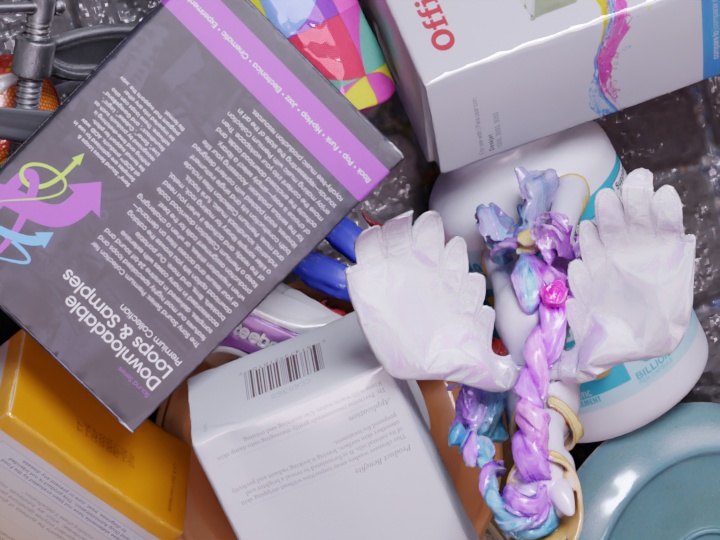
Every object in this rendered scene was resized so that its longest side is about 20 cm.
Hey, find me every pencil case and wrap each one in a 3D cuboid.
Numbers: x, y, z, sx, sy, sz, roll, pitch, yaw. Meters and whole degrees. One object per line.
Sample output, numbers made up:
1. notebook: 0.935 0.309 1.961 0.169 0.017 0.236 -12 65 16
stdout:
1. pencil case: -0.052 -0.161 1.279 0.088 0.088 0.201 -23 100 -3

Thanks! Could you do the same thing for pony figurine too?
1. pony figurine: 0.089 0.030 1.209 0.166 0.200 0.194 -6 116 9

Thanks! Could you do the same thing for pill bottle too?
1. pill bottle: 0.109 -0.011 1.361 0.110 0.111 0.201 -30 111 0

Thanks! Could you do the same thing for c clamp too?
1. c clamp: -0.163 -0.058 1.293 0.170 0.027 0.201 -13 120 -38

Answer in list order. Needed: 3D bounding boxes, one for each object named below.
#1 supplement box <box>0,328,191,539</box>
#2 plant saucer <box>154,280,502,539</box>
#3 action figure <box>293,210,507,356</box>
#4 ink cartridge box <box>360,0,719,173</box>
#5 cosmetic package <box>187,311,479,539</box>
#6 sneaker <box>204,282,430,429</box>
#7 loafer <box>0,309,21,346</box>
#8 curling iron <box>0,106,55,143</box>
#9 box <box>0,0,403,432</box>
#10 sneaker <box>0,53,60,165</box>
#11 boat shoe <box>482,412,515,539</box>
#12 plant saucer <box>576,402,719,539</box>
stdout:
1. supplement box: -0.205 0.138 1.328 0.200 0.074 0.126 -37 120 27
2. plant saucer: -0.020 0.100 1.356 0.199 0.037 0.201 -1 75 3
3. action figure: 0.000 0.000 1.339 0.199 0.052 0.066 32 78 9
4. ink cartridge box: 0.104 -0.158 1.286 0.199 0.145 0.085 -21 147 -3
5. cosmetic package: -0.001 0.135 1.264 0.112 0.081 0.201 -21 113 3
6. sneaker: -0.045 0.032 1.316 0.200 0.100 0.075 36 101 -13
7. loafer: -0.207 0.048 1.350 0.200 0.068 0.070 31 142 -29
8. curling iron: -0.133 -0.079 1.273 0.199 0.026 0.050 -3 85 -35
9. box: -0.098 -0.038 1.230 0.200 0.036 0.143 -45 100 0
10. sneaker: -0.250 -0.045 1.300 0.199 0.073 0.077 -23 108 -3
11. boat shoe: 0.090 0.141 1.443 0.073 0.063 0.200 -46 116 -22
12. plant saucer: 0.192 0.177 1.390 0.199 0.027 0.201 -4 99 -27
